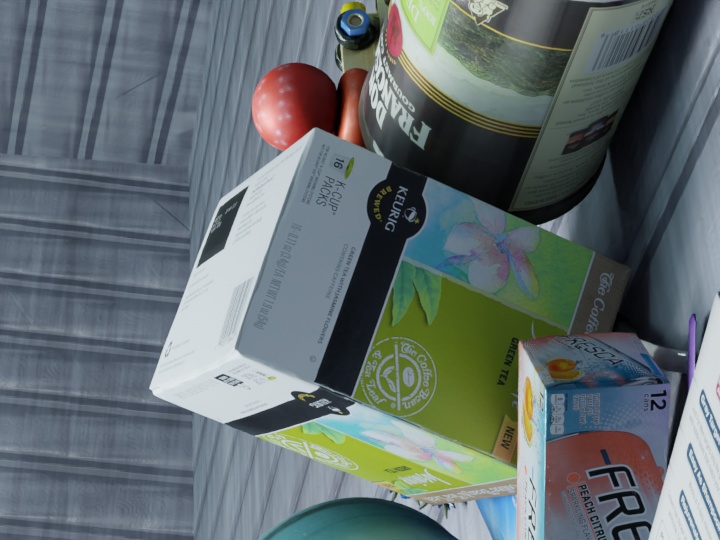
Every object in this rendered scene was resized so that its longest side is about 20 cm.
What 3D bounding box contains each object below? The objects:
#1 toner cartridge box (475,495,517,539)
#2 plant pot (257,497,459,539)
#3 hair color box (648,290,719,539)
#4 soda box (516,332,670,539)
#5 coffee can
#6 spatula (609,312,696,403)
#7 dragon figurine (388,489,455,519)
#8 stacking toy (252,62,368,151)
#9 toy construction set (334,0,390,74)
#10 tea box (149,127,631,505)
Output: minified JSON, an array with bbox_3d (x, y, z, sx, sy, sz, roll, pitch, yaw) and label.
[{"bbox_3d":[0.110,0.132,1.212,0.200,0.043,0.095,-115,29,-70],"label":"toner cartridge box"},{"bbox_3d":[0.030,0.248,1.243,0.188,0.200,0.200,-171,85,-66],"label":"plant pot"},{"bbox_3d":[0.162,0.119,0.860,0.100,0.060,0.200,-102,18,-56],"label":"hair color box"},{"bbox_3d":[0.115,0.134,1.058,0.068,0.064,0.200,-110,18,-68],"label":"soda box"},{"bbox_3d":[0.088,-0.139,1.134,0.200,0.146,0.146,108,163,-53],"label":"coffee can"},{"bbox_3d":[0.150,0.041,1.077,0.200,0.021,0.057,-139,50,-79],"label":"spatula"},{"bbox_3d":[0.059,0.131,1.463,0.200,0.059,0.099,-172,86,-81],"label":"dragon figurine"},{"bbox_3d":[0.034,-0.091,1.270,0.085,0.200,0.085,-177,90,-80],"label":"stacking toy"},{"bbox_3d":[0.050,-0.141,1.412,0.092,0.131,0.200,88,177,-46],"label":"toy construction set"},{"bbox_3d":[0.012,0.034,1.177,0.200,0.197,0.134,152,138,-70],"label":"tea box"}]
